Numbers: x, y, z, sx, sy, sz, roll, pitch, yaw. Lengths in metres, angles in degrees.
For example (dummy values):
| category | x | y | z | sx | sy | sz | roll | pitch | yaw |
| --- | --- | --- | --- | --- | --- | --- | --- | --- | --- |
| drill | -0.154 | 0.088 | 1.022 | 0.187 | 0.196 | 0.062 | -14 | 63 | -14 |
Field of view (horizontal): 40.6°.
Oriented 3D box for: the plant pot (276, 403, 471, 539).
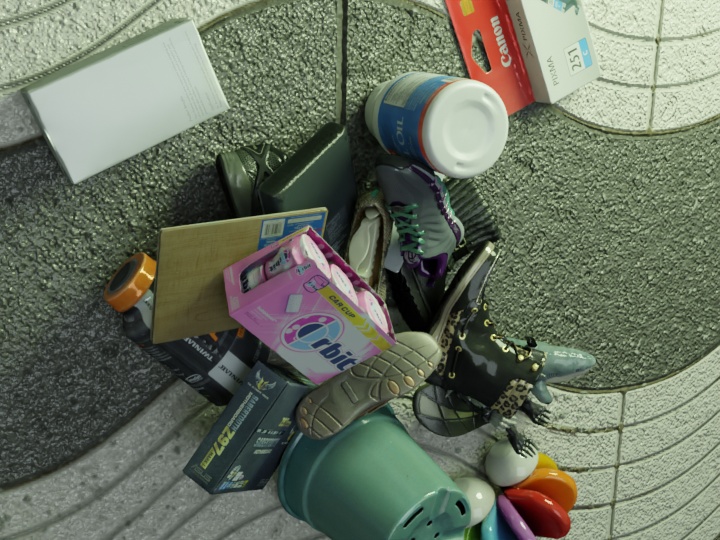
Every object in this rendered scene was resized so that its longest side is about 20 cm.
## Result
| category | x | y | z | sx | sy | sz | roll | pitch | yaw |
| --- | --- | --- | --- | --- | --- | --- | --- | --- | --- |
| plant pot | 0.027 | 0.291 | 1.256 | 0.199 | 0.196 | 0.202 | -19 | 124 | -31 |

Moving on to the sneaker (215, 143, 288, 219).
| category | x | y | z | sx | sy | sz | roll | pitch | yaw |
| --- | --- | --- | --- | --- | --- | --- | --- | --- | --- |
| sneaker | -0.097 | -0.062 | 1.197 | 0.113 | 0.076 | 0.201 | -18 | 106 | -12 |

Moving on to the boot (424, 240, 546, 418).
| category | x | y | z | sx | sy | sz | roll | pitch | yaw |
| --- | --- | --- | --- | --- | --- | --- | --- | --- | --- |
| boot | 0.167 | 0.079 | 1.235 | 0.150 | 0.073 | 0.201 | 28 | 98 | 1 |

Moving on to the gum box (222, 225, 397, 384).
| category | x | y | z | sx | sy | sz | roll | pitch | yaw |
| --- | --- | --- | --- | --- | --- | --- | --- | --- | --- |
| gum box | -0.057 | 0.040 | 1.097 | 0.113 | 0.067 | 0.200 | -28 | 140 | 15 |

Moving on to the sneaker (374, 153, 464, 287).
| category | x | y | z | sx | sy | sz | roll | pitch | yaw |
| --- | --- | --- | --- | --- | --- | --- | --- | --- | --- |
| sneaker | 0.068 | -0.056 | 1.159 | 0.200 | 0.074 | 0.088 | 46 | 58 | -50 |

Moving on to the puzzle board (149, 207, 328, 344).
| category | x | y | z | sx | sy | sz | roll | pitch | yaw |
| --- | --- | --- | --- | --- | --- | --- | --- | --- | --- |
| puzzle board | -0.137 | 0.003 | 1.093 | 0.199 | 0.017 | 0.152 | -10 | 130 | -30 |

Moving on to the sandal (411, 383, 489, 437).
| category | x | y | z | sx | sy | sz | roll | pitch | yaw |
| --- | --- | --- | --- | --- | --- | --- | --- | --- | --- |
| sandal | 0.148 | 0.190 | 1.393 | 0.200 | 0.057 | 0.081 | 1 | 95 | -40 |

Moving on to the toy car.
| category | x | y | z | sx | sy | sz | roll | pitch | yaw |
| --- | --- | --- | --- | --- | --- | --- | --- | --- | --- |
| toy car | 0.232 | 0.361 | 1.422 | 0.200 | 0.150 | 0.176 | -40 | 117 | -10 |

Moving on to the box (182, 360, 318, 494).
| category | x | y | z | sx | sy | sz | roll | pitch | yaw |
| --- | --- | --- | --- | --- | --- | --- | --- | --- | --- |
| box | -0.123 | 0.196 | 1.202 | 0.051 | 0.200 | 0.158 | 33 | 87 | 15 |

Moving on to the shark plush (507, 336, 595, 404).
| category | x | y | z | sx | sy | sz | roll | pitch | yaw |
| --- | --- | --- | --- | --- | --- | --- | --- | --- | --- |
| shark plush | 0.234 | 0.108 | 1.394 | 0.199 | 0.083 | 0.091 | 30 | 58 | -11 |

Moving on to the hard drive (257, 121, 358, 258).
| category | x | y | z | sx | sy | sz | roll | pitch | yaw |
| --- | --- | --- | --- | --- | --- | --- | --- | --- | --- |
| hard drive | -0.052 | -0.059 | 1.175 | 0.140 | 0.033 | 0.201 | -47 | 146 | -31 |

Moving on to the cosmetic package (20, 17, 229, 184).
| category | x | y | z | sx | sy | sz | roll | pitch | yaw |
| --- | --- | --- | --- | --- | --- | --- | --- | --- | --- |
| cosmetic package | -0.261 | -0.191 | 1.085 | 0.199 | 0.081 | 0.114 | -27 | 113 | -15 |

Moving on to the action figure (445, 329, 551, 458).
| category | x | y | z | sx | sy | sz | roll | pitch | yaw |
| --- | --- | --- | --- | --- | --- | --- | --- | --- | --- |
| action figure | 0.194 | 0.163 | 1.328 | 0.200 | 0.102 | 0.119 | 47 | 69 | -31 |

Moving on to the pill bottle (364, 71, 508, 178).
| category | x | y | z | sx | sy | sz | roll | pitch | yaw |
| --- | --- | --- | --- | --- | --- | --- | --- | --- | --- |
| pill bottle | 0.082 | -0.181 | 1.177 | 0.111 | 0.200 | 0.113 | -6 | 106 | -22 |

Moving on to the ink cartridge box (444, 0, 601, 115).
| category | x | y | z | sx | sy | sz | roll | pitch | yaw |
| --- | --- | --- | --- | --- | --- | --- | --- | --- | --- |
| ink cartridge box | 0.218 | -0.315 | 1.291 | 0.175 | 0.045 | 0.201 | -30 | 114 | -16 |

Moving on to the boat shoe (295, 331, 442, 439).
| category | x | y | z | sx | sy | sz | roll | pitch | yaw |
| --- | --- | --- | --- | --- | --- | --- | --- | --- | --- |
| boat shoe | 0.009 | 0.139 | 1.208 | 0.199 | 0.072 | 0.076 | -28 | 81 | -2 |

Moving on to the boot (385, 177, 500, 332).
| category | x | y | z | sx | sy | sz | roll | pitch | yaw |
| --- | --- | --- | --- | --- | --- | --- | --- | --- | --- |
| boot | 0.119 | -0.009 | 1.309 | 0.157 | 0.079 | 0.213 | -27 | 113 | -16 |

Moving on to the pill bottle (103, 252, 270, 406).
| category | x | y | z | sx | sy | sz | roll | pitch | yaw |
| --- | --- | --- | --- | --- | --- | --- | --- | --- | --- |
| pill bottle | -0.210 | 0.066 | 1.164 | 0.106 | 0.106 | 0.200 | -49 | 118 | -5 |

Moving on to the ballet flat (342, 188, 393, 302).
| category | x | y | z | sx | sy | sz | roll | pitch | yaw |
| --- | --- | --- | --- | --- | --- | --- | --- | --- | --- |
| ballet flat | 0.000 | 0.000 | 1.195 | 0.067 | 0.075 | 0.202 | 12 | 107 | 12 |

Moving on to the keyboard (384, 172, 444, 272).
| category | x | y | z | sx | sy | sz | roll | pitch | yaw |
| --- | --- | --- | --- | --- | --- | --- | --- | --- | --- |
| keyboard | 0.065 | -0.095 | 1.256 | 0.056 | 0.011 | 0.201 | 26 | 75 | 1 |
